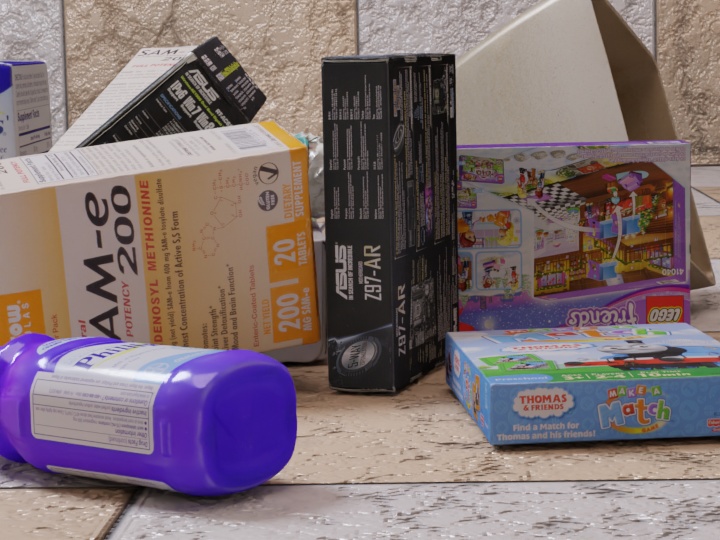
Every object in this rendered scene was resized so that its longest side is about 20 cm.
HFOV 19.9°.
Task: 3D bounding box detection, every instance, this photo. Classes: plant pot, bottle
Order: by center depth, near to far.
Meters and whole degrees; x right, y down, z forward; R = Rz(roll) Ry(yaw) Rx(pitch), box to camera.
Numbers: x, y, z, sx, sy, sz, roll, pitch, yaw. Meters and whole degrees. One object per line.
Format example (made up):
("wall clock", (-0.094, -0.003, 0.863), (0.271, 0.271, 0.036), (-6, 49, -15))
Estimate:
("bottle", (-0.126, 0.066, 0.997), (0.199, 0.066, 0.083), (4, 9, 39))
("plant pot", (0.143, -0.076, 1.569), (0.176, 0.201, 0.200), (-18, -20, 19))

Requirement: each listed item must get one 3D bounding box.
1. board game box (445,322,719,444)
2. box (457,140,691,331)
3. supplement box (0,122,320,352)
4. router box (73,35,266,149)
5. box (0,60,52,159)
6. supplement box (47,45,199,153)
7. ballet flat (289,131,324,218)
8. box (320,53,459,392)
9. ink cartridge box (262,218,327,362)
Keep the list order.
("board game box", (0.132, 0.060, 1.140), (0.150, 0.037, 0.200), (-2, 5, -4))
("box", (0.126, -0.019, 1.406), (0.199, 0.138, 0.039), (-1, 7, -1))
("supplement box", (-0.130, -0.009, 1.222), (0.199, 0.127, 0.074), (-10, 21, -17))
("router box", (-0.142, -0.085, 1.382), (0.150, 0.062, 0.200), (-40, 7, 7))
("box", (-0.324, -0.076, 1.736), (0.104, 0.201, 0.184), (-2, 6, 0))
("supplement box", (-0.168, -0.072, 1.604), (0.073, 0.127, 0.200), (0, 37, 29))
("ballet flat", (-0.070, -0.062, 1.466), (0.071, 0.072, 0.200), (-5, 9, -31))
("box", (0.022, -0.035, 1.281), (0.043, 0.201, 0.160), (1, 7, 17))
("ink cartridge box", (-0.097, 0.010, 1.426), (0.144, 0.088, 0.200), (-1, 8, -3))
